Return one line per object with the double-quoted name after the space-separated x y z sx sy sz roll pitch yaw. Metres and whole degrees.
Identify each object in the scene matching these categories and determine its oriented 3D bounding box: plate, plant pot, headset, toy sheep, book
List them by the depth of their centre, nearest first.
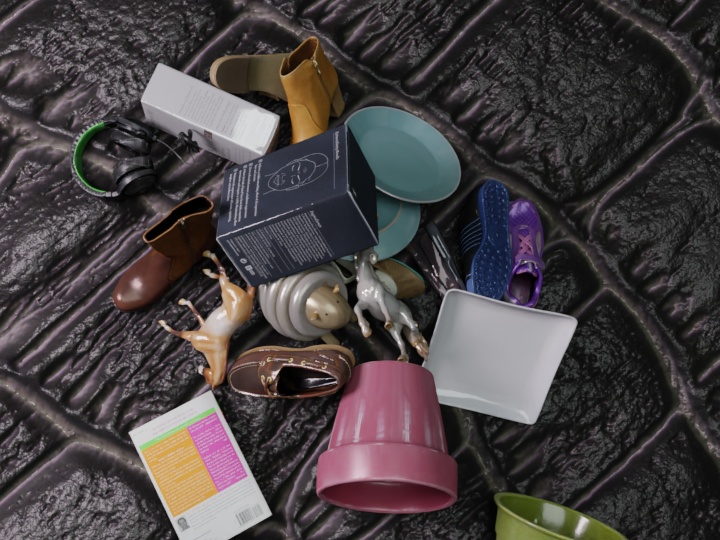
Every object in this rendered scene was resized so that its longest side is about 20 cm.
0.259 0.443 1.309 0.198 0.200 0.192 16 90 -4 "plant pot"
0.040 0.234 1.313 0.198 0.200 0.181 6 64 -6 "plant pot"
-0.230 0.293 1.336 0.133 0.048 0.201 -26 85 -13 "book"
-0.085 0.038 1.341 0.137 0.199 0.139 -14 112 -39 "toy sheep"
0.196 0.125 1.376 0.198 0.032 0.201 13 119 -5 "plate"
-0.339 -0.174 1.376 0.198 0.094 0.125 -5 81 4 "headset"
-0.005 -0.104 1.400 0.198 0.026 0.202 4 59 -6 "plate"
0.061 -0.174 1.423 0.198 0.026 0.201 14 47 -16 "plate"

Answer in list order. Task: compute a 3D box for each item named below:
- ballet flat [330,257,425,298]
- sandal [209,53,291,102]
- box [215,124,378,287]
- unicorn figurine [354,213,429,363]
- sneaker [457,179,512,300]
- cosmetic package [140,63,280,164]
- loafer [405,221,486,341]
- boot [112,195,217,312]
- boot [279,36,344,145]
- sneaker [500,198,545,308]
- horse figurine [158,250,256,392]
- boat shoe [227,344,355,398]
0.000 0.000 1.394 0.199 0.068 0.073 31 44 0 "ballet flat"
-0.143 -0.305 1.432 0.210 0.070 0.078 -3 113 -35 "sandal"
-0.085 -0.089 1.283 0.198 0.107 0.149 -18 42 16 "box"
0.033 0.044 1.319 0.073 0.201 0.138 -19 44 8 "unicorn figurine"
0.185 -0.035 1.415 0.070 0.078 0.202 15 71 -20 "sneaker"
-0.224 -0.226 1.396 0.198 0.102 0.075 22 77 -2 "cosmetic package"
0.131 0.026 1.418 0.063 0.072 0.201 -26 84 9 "loafer"
-0.280 -0.017 1.302 0.187 0.200 0.069 -30 85 -11 "boot"
-0.091 -0.235 1.378 0.070 0.144 0.202 9 62 28 "boot"
0.250 -0.016 1.423 0.080 0.088 0.202 7 79 -4 "sneaker"
-0.208 0.060 1.351 0.132 0.050 0.201 41 103 21 "horse figurine"
-0.107 0.149 1.320 0.198 0.070 0.071 -11 116 23 "boat shoe"
